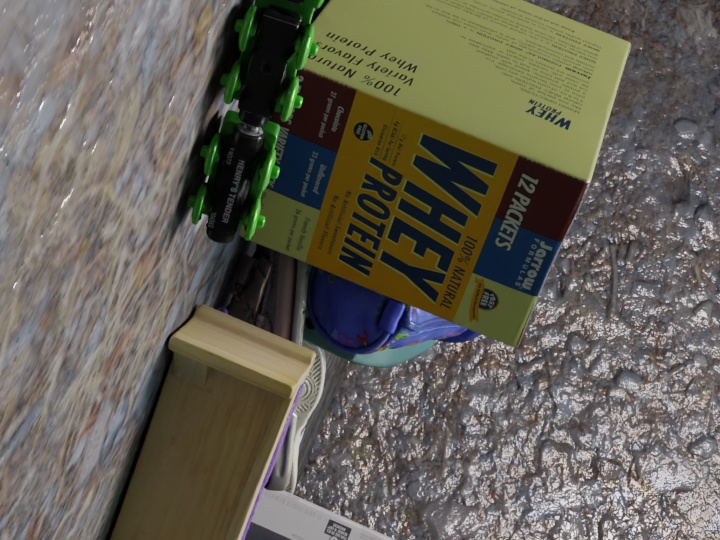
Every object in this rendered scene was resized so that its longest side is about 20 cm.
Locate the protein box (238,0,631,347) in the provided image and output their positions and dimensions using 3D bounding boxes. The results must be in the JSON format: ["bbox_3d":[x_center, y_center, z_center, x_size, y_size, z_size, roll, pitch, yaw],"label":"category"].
[{"bbox_3d":[0.054,-0.089,0.916,0.200,0.197,0.136,-63,173,-53],"label":"protein box"}]

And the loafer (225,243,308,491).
[{"bbox_3d":[-0.073,0.053,0.952,0.072,0.062,0.202,-151,-116,-76],"label":"loafer"}]

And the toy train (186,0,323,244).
[{"bbox_3d":[-0.044,-0.103,0.675,0.057,0.041,0.201,-81,-171,-59],"label":"toy train"}]

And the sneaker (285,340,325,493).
[{"bbox_3d":[-0.081,0.123,1.310,0.085,0.074,0.201,-97,-160,-58],"label":"sneaker"}]

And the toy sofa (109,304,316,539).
[{"bbox_3d":[-0.099,0.129,0.871,0.098,0.082,0.202,-49,161,-75],"label":"toy sofa"}]

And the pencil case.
[{"bbox_3d":[0.039,0.019,1.009,0.200,0.086,0.079,1,112,-63],"label":"pencil case"}]

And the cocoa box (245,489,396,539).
[{"bbox_3d":[-0.068,0.268,1.223,0.133,0.198,0.132,94,19,-80],"label":"cocoa box"}]

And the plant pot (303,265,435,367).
[{"bbox_3d":[0.000,0.000,1.178,0.142,0.140,0.200,-69,169,16],"label":"plant pot"}]
